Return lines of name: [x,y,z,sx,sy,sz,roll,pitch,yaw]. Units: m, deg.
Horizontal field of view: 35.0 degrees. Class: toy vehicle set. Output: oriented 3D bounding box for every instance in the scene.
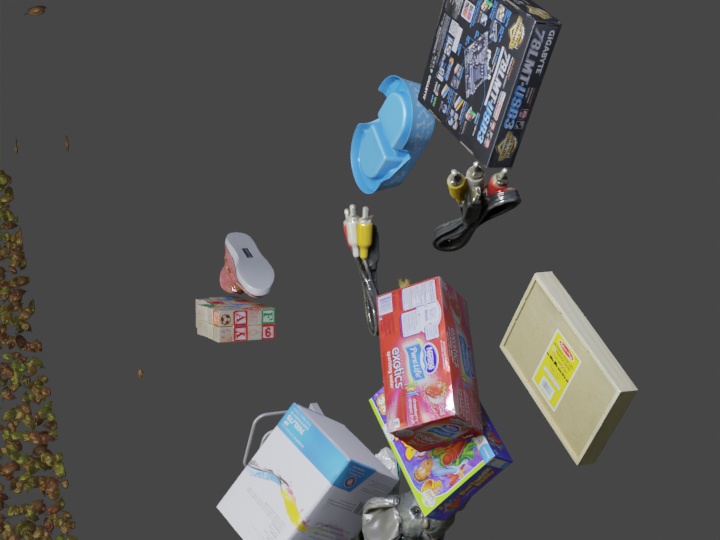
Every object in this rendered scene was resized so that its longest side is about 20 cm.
toy vehicle set: [0.243,0.115,1.363,0.201,0.026,0.125,60,142,40]

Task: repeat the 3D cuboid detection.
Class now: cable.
cable: [0.149,-0.082,1.494,0.200,0.096,0.051,108,162,-69]
cable: [0.000,0.000,1.764,0.097,0.050,0.202,-179,87,-67]

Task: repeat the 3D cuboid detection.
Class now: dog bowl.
dog bowl: [0.048,-0.197,1.675,0.200,0.049,0.112,-56,45,47]

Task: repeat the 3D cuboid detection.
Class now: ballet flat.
ballet flat: [0.019,0.374,1.762,0.072,0.071,0.202,28,115,58]

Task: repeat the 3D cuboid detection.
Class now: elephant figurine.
elephant figurine: [0.073,0.368,1.625,0.141,0.154,0.202,-11,-66,-76]

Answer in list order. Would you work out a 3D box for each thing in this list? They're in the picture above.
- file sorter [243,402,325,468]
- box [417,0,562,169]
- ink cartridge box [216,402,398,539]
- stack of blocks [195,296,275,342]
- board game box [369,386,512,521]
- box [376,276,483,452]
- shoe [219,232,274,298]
file sorter: [-0.104,0.345,1.925,0.200,0.124,0.140,55,137,45]
box: [0.158,-0.264,1.466,0.199,0.049,0.201,50,135,46]
ink cartridge box: [-0.079,0.334,1.704,0.201,0.147,0.146,-53,51,3]
stack of blocks: [-0.256,0.092,2.194,0.200,0.114,0.059,11,102,61]
board game box: [0.105,0.216,1.553,0.134,0.045,0.201,-45,49,21]
box: [0.090,0.124,1.502,0.099,0.095,0.202,-19,58,23]
shoe: [-0.217,0.015,2.169,0.200,0.071,0.092,-123,39,-51]
